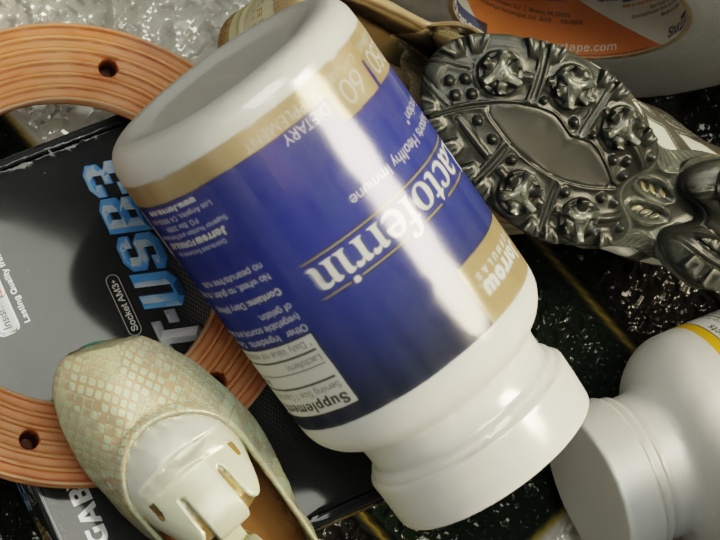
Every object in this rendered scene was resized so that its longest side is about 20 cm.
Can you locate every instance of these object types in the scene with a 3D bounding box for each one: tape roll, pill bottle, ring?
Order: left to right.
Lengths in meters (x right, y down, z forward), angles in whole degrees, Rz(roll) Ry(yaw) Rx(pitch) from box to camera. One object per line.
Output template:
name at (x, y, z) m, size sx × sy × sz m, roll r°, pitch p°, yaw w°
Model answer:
ring at (-0.123, -0.007, 1.146) m, size 0.200 × 0.019 × 0.201 m, roll 4°, pitch 74°, yaw -13°
pill bottle at (0.000, 0.000, 1.106) m, size 0.116 × 0.116 × 0.200 m, roll -41°, pitch 106°, yaw -20°
tape roll at (0.093, -0.141, 1.187) m, size 0.200 × 0.200 × 0.066 m, roll 10°, pitch 72°, yaw -11°
pill bottle at (0.186, 0.062, 1.208) m, size 0.200 × 0.104 × 0.104 m, roll -21°, pitch 82°, yaw -17°

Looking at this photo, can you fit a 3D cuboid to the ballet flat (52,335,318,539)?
ballet flat at (-0.046, 0.104, 1.108) m, size 0.067 × 0.062 × 0.200 m, roll -43°, pitch 112°, yaw -8°

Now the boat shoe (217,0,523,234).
boat shoe at (0.034, -0.071, 1.193) m, size 0.200 × 0.064 × 0.071 m, roll 20°, pitch 53°, yaw -35°

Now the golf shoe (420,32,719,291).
golf shoe at (0.098, -0.045, 1.180) m, size 0.200 × 0.094 × 0.078 m, roll 27°, pitch 92°, yaw -26°

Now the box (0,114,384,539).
box at (-0.069, 0.026, 1.186) m, size 0.198 × 0.050 × 0.200 m, roll -21°, pitch 81°, yaw -19°
